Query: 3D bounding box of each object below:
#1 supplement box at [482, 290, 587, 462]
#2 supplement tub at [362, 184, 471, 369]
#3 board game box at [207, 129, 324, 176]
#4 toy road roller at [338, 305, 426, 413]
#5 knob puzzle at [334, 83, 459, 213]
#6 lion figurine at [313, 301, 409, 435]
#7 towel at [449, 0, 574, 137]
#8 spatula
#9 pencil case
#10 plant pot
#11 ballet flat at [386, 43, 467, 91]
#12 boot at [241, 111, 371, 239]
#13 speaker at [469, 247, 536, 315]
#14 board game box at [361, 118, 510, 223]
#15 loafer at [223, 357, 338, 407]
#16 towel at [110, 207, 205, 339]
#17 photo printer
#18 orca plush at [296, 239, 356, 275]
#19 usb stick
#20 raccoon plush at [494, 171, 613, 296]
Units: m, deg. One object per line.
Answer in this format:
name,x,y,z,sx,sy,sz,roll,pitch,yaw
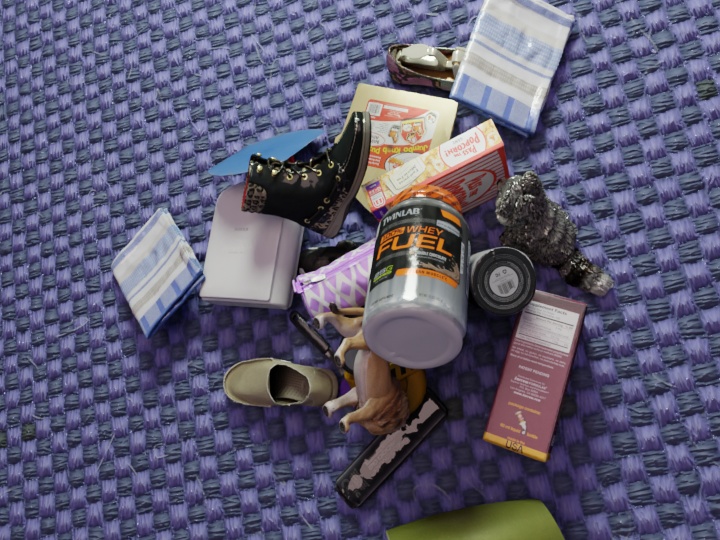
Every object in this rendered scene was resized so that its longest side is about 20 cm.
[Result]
supplement box,0.232,0.139,0.891,0.084,0.110,0.205,15,81,20
supplement tub,0.071,0.002,0.807,0.119,0.124,0.203,-4,48,16
board game box,-0.144,-0.171,1.069,0.154,0.200,0.040,-4,116,29
toy road roller,0.067,0.107,0.934,0.197,0.123,0.148,-27,104,9
knob puzzle,0.050,-0.183,1.066,0.214,0.030,0.226,-4,76,15
lion figurine,0.011,0.120,0.832,0.072,0.120,0.205,24,122,48
towel,0.229,-0.318,1.007,0.144,0.024,0.204,23,82,-7
spatula,-0.043,0.133,1.025,0.200,0.020,0.057,44,101,22
pencil case,0.000,0.000,0.946,0.197,0.086,0.084,-29,43,-2
plant pot,0.156,0.373,0.840,0.196,0.188,0.190,-24,71,-6
ballet flat,0.130,-0.322,1.053,0.195,0.071,0.071,11,79,19
boot,-0.076,-0.140,0.934,0.150,0.206,0.075,12,41,-15
speaker,0.174,0.013,0.888,0.079,0.200,0.084,0,90,3
board game box,0.114,-0.120,0.967,0.197,0.151,0.047,-26,68,10
loafer,-0.130,0.166,1.013,0.195,0.068,0.078,-3,76,24
towel,-0.340,-0.001,1.115,0.147,0.024,0.200,-46,50,4
photo printer,-0.167,-0.045,1.065,0.163,0.069,0.206,2,77,33
orca plush,-0.021,0.011,1.020,0.198,0.071,0.106,34,89,21
usb stick,0.044,0.254,0.965,0.055,0.033,0.200,44,92,14
raccoon plush,0.265,-0.059,0.914,0.197,0.134,0.098,29,85,21
